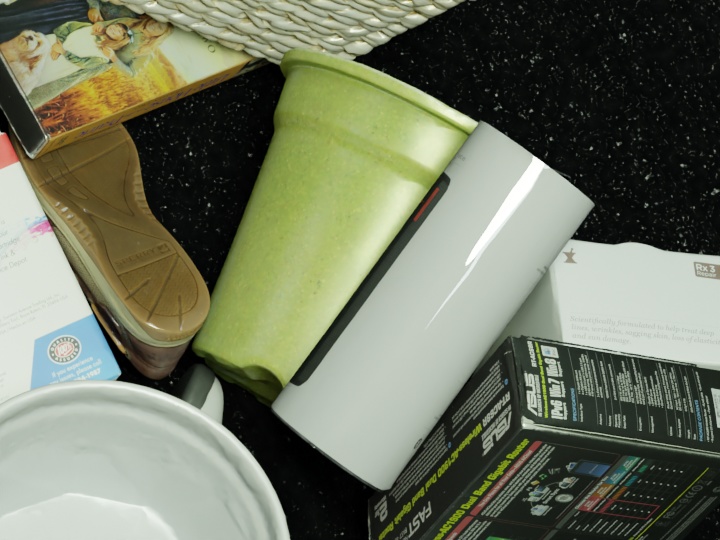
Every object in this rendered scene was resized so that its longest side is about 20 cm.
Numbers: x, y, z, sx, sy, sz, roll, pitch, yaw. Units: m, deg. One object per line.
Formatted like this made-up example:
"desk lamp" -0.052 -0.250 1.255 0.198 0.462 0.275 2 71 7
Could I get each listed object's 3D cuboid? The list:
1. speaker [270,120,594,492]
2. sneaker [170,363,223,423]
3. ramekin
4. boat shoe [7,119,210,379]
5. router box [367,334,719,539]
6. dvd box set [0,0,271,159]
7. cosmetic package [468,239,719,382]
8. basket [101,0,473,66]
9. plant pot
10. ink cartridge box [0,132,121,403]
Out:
"speaker" 0.041 0.019 1.601 0.081 0.081 0.200 36 92 -4
"sneaker" -0.085 0.164 1.702 0.108 0.067 0.202 20 75 -11
"ramekin" -0.145 0.170 1.577 0.199 0.105 0.201 8 58 -13
"boat shoe" -0.155 -0.022 1.728 0.072 0.072 0.200 -19 61 -29
"router box" 0.110 0.120 1.653 0.149 0.200 0.062 10 54 -23
"dvd box set" -0.150 -0.164 1.752 0.200 0.029 0.147 -24 82 -38
"cosmetic package" 0.133 0.070 1.709 0.112 0.200 0.081 5 56 -13
"basket" -0.044 -0.247 1.720 0.198 0.161 0.201 18 59 -39
"plant pot" 0.000 0.000 1.715 0.200 0.200 0.185 29 82 -7
"ink cartridge box" -0.236 0.001 1.699 0.116 0.067 0.201 -24 84 -18
